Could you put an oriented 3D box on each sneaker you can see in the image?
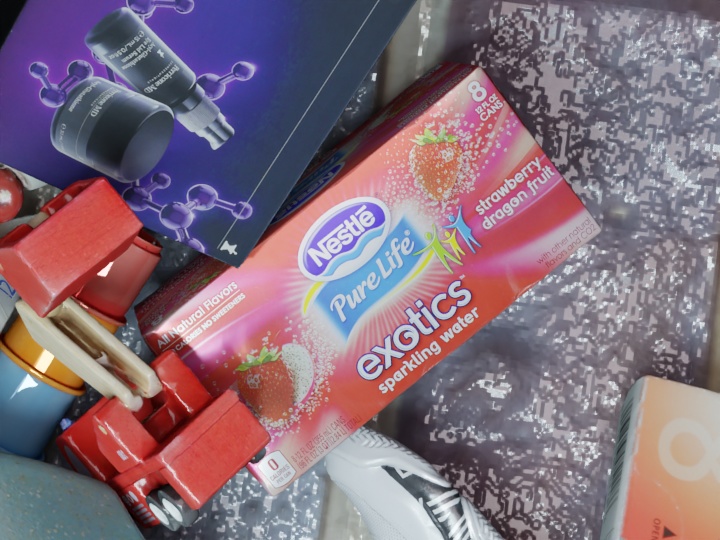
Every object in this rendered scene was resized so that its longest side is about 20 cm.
[{"bbox_3d":[0.030,0.171,0.922,0.115,0.075,0.200,-44,89,-6],"label":"sneaker"}]

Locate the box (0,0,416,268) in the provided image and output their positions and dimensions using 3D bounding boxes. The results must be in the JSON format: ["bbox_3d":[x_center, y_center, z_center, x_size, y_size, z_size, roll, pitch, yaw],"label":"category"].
[{"bbox_3d":[-0.063,-0.118,0.812,0.141,0.079,0.200,23,122,-20],"label":"box"}]

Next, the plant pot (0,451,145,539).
[{"bbox_3d":[-0.174,0.192,0.825,0.200,0.197,0.196,-16,54,-32],"label":"plant pot"}]

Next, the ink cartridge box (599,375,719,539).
[{"bbox_3d":[0.209,0.149,0.899,0.199,0.050,0.163,13,59,1],"label":"ink cartridge box"}]

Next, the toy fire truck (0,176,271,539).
[{"bbox_3d":[-0.108,0.045,0.843,0.049,0.200,0.141,-42,93,-22],"label":"toy fire truck"}]

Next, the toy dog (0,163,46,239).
[{"bbox_3d":[-0.162,-0.072,0.937,0.200,0.096,0.132,-27,116,-18],"label":"toy dog"}]

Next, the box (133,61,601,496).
[{"bbox_3d":[0.000,0.000,0.919,0.200,0.095,0.100,-38,101,-2],"label":"box"}]

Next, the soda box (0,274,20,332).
[{"bbox_3d":[-0.234,0.072,0.886,0.063,0.068,0.200,34,119,-11],"label":"soda box"}]

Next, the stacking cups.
[{"bbox_3d":[-0.160,0.064,0.928,0.060,0.061,0.200,37,95,4],"label":"stacking cups"}]
